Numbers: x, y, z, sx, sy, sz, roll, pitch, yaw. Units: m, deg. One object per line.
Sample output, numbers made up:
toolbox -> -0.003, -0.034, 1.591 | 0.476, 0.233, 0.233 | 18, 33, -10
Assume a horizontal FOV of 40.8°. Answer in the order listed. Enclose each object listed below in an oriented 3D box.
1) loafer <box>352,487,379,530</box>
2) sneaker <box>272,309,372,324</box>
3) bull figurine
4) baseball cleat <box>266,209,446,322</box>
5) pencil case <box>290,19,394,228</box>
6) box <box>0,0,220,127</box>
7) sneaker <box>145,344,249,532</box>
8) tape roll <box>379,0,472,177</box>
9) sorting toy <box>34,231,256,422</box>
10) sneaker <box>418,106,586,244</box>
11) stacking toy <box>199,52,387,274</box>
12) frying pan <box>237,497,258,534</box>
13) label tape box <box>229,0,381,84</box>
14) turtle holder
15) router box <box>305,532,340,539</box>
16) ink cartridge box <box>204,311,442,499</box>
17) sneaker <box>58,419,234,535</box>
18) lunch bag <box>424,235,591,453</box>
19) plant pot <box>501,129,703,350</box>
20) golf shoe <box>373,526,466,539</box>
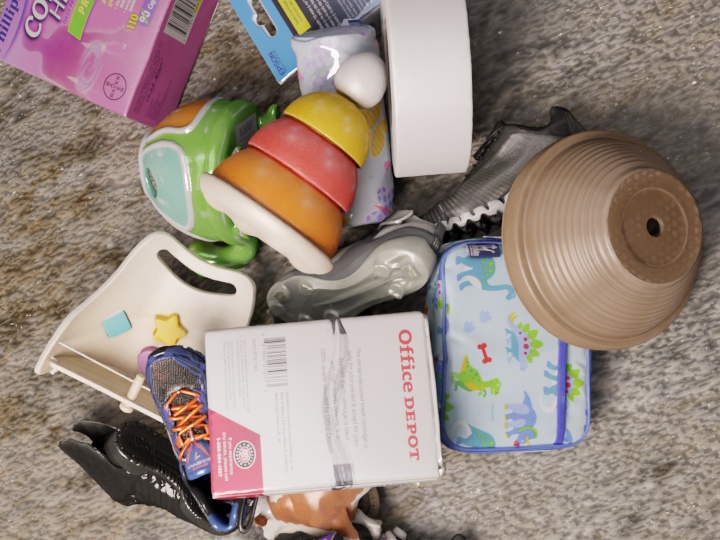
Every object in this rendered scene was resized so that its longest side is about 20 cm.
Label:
loafer -> -0.050, 0.178, 1.000 | 0.075, 0.068, 0.201 | -37, 93, 6
sneaker -> 0.003, 0.080, 0.989 | 0.197, 0.060, 0.106 | 1, 92, 21
bull figurine -> -0.013, 0.206, 0.934 | 0.121, 0.065, 0.200 | 39, 98, -5
baseball cleat -> 0.000, 0.000, 0.949 | 0.198, 0.107, 0.070 | -14, 118, 35
pencil case -> -0.018, -0.143, 0.966 | 0.090, 0.083, 0.202 | 7, 111, 43
box -> -0.283, -0.278, 1.078 | 0.198, 0.097, 0.178 | 25, 95, 17
sneaker -> -0.149, 0.163, 0.933 | 0.075, 0.079, 0.202 | -23, 105, 6
tape roll -> 0.059, -0.192, 0.908 | 0.070, 0.202, 0.205 | -4, 86, 1
sorting toy -> -0.200, 0.062, 1.008 | 0.199, 0.107, 0.181 | 29, 99, -8
sneaker -> 0.137, -0.097, 0.957 | 0.198, 0.066, 0.091 | -26, 76, 11
stacking toy -> -0.039, -0.111, 0.885 | 0.145, 0.146, 0.201 | 33, 85, 16
frying pan -> -0.103, 0.137, 0.924 | 0.115, 0.031, 0.191 | 39, 55, -9
label tape box -> -0.032, -0.306, 1.020 | 0.199, 0.066, 0.144 | -35, 78, 15
turtle holder -> -0.153, -0.094, 1.020 | 0.130, 0.186, 0.142 | 7, 57, 17
router box -> -0.046, 0.359, 0.935 | 0.156, 0.052, 0.201 | -20, 109, 28
ink cartridge box -> -0.032, 0.122, 0.865 | 0.197, 0.083, 0.147 | -5, 75, 0
sneaker -> -0.226, 0.224, 1.044 | 0.199, 0.060, 0.104 | 40, 137, -11
lunch bag -> 0.141, 0.069, 0.917 | 0.159, 0.082, 0.203 | 3, 88, -10
plant pot -> 0.233, -0.031, 0.856 | 0.198, 0.093, 0.204 | 2, 84, -19
golf shoe -> 0.020, 0.308, 0.976 | 0.198, 0.073, 0.093 | -5, 55, 21
